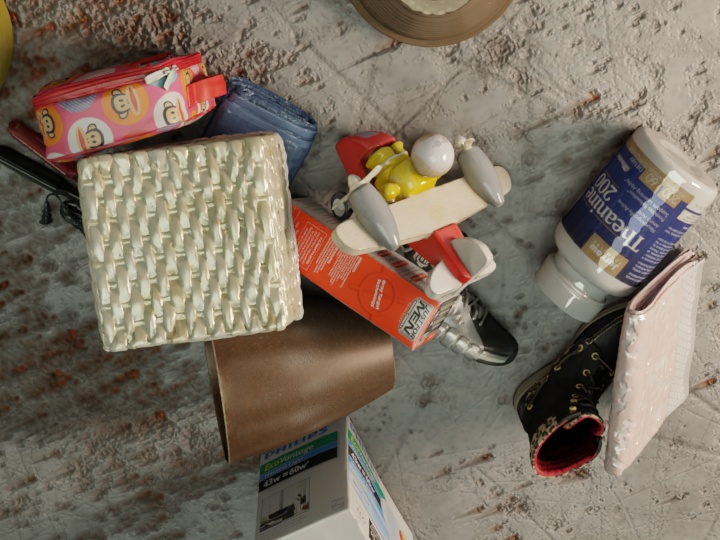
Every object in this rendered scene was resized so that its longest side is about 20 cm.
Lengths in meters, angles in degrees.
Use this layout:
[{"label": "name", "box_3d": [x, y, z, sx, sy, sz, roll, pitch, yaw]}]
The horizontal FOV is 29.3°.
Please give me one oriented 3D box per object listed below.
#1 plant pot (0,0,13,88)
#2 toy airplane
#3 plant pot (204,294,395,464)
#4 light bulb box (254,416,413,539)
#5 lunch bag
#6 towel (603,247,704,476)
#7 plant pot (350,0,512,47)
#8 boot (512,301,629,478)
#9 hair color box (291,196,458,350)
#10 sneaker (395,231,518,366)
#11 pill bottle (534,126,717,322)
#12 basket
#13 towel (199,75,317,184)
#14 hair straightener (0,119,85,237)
[{"label": "plant pot", "box_3d": [-0.462, -0.209, 1.360, 0.197, 0.189, 0.203, 0, 115, 1]}, {"label": "toy airplane", "box_3d": [0.067, -0.071, 1.418, 0.196, 0.201, 0.142, 14, 127, -7]}, {"label": "plant pot", "box_3d": [-0.067, 0.102, 1.527, 0.197, 0.187, 0.189, -10, 116, -9]}, {"label": "light bulb box", "box_3d": [-0.026, 0.316, 1.601, 0.123, 0.201, 0.200, -24, 113, 9]}, {"label": "lunch bag", "box_3d": [-0.220, -0.167, 1.371, 0.174, 0.200, 0.083, -13, 100, 6]}, {"label": "towel", "box_3d": [0.325, 0.099, 1.514, 0.032, 0.190, 0.203, 17, 121, 29]}, {"label": "plant pot", "box_3d": [0.072, -0.314, 1.363, 0.198, 0.093, 0.204, 0, 115, 0]}, {"label": "boot", "box_3d": [0.255, 0.135, 1.541, 0.199, 0.151, 0.073, -40, 107, 19]}, {"label": "hair color box", "box_3d": [0.000, 0.000, 1.465, 0.199, 0.101, 0.062, 33, 102, 11]}, {"label": "sneaker", "box_3d": [0.109, 0.020, 1.532, 0.198, 0.075, 0.116, 27, 110, -11]}, {"label": "pill bottle", "box_3d": [0.279, -0.045, 1.478, 0.110, 0.111, 0.201, 33, 111, -14]}, {"label": "basket", "box_3d": [-0.164, -0.032, 1.353, 0.195, 0.161, 0.203, -7, 92, 0]}, {"label": "towel", "box_3d": [-0.134, -0.101, 1.488, 0.111, 0.049, 0.201, 26, 112, -12]}, {"label": "hair straightener", "box_3d": [-0.318, -0.078, 1.510, 0.199, 0.041, 0.077, 34, 111, -20]}]
